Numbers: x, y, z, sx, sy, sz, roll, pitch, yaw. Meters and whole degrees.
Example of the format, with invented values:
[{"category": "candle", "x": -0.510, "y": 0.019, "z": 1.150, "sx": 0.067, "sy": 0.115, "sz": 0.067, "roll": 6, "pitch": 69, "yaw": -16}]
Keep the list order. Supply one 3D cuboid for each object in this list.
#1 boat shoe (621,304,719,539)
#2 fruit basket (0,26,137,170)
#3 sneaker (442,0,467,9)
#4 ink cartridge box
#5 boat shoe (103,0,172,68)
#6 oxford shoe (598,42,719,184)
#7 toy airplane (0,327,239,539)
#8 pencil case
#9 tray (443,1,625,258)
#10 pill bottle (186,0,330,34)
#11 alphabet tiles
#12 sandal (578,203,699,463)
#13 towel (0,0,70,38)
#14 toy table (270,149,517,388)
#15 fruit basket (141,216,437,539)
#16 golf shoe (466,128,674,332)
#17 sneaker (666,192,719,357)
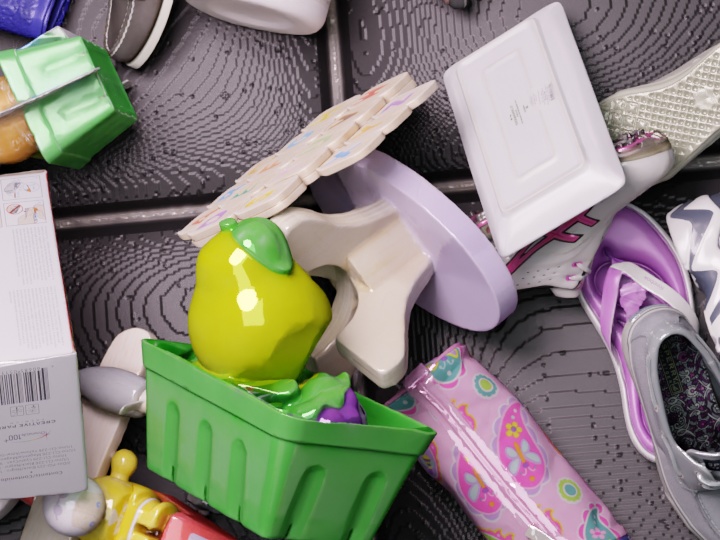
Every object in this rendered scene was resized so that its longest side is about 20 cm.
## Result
[{"category": "boat shoe", "x": 0.240, "y": 0.121, "z": 1.624, "sx": 0.070, "sy": 0.072, "sz": 0.201, "roll": -25, "pitch": 105, "yaw": -1}, {"category": "fruit basket", "x": -0.272, "y": -0.107, "z": 1.695, "sx": 0.199, "sy": 0.185, "sz": 0.094, "roll": -19, "pitch": 89, "yaw": 5}, {"category": "sneaker", "x": 0.119, "y": -0.275, "z": 1.734, "sx": 0.200, "sy": 0.077, "sz": 0.082, "roll": -42, "pitch": 106, "yaw": 2}, {"category": "ink cartridge box", "x": -0.245, "y": 0.060, "z": 1.625, "sx": 0.084, "sy": 0.176, "sz": 0.200, "roll": -7, "pitch": 42, "yaw": -9}, {"category": "boat shoe", "x": -0.165, "y": -0.247, "z": 1.720, "sx": 0.060, "sy": 0.072, "sz": 0.202, "roll": 5, "pitch": 118, "yaw": -27}, {"category": "oxford shoe", "x": 0.233, "y": -0.114, "z": 1.696, "sx": 0.200, "sy": 0.058, "sz": 0.075, "roll": -32, "pitch": 86, "yaw": 18}, {"category": "toy airplane", "x": -0.205, "y": 0.164, "z": 1.672, "sx": 0.199, "sy": 0.141, "sz": 0.200, "roll": -23, "pitch": 81, "yaw": 5}, {"category": "pencil case", "x": 0.105, "y": 0.149, "z": 1.662, "sx": 0.087, "sy": 0.087, "sz": 0.200, "roll": -40, "pitch": 79, "yaw": 1}, {"category": "tray", "x": 0.118, "y": -0.108, "z": 1.660, "sx": 0.107, "sy": 0.022, "sz": 0.200, "roll": -31, "pitch": 45, "yaw": 17}, {"category": "pill bottle", "x": -0.059, "y": -0.286, "z": 1.726, "sx": 0.112, "sy": 0.112, "sz": 0.201, "roll": 13, "pitch": 84, "yaw": 9}, {"category": "alphabet tiles", "x": -0.040, "y": -0.081, "z": 1.654, "sx": 0.195, "sy": 0.200, "sz": 0.015, "roll": -23, "pitch": 106, "yaw": 42}, {"category": "sandal", "x": 0.209, "y": 0.040, "z": 1.679, "sx": 0.082, "sy": 0.050, "sz": 0.203, "roll": -20, "pitch": 80, "yaw": 5}, {"category": "towel", "x": -0.307, "y": -0.267, "z": 1.793, "sx": 0.199, "sy": 0.050, "sz": 0.148, "roll": 17, "pitch": 78, "yaw": 10}, {"category": "toy table", "x": 0.000, "y": 0.000, "z": 1.646, "sx": 0.117, "sy": 0.184, "sz": 0.200, "roll": -38, "pitch": 40, "yaw": -22}, {"category": "fruit basket", "x": -0.056, "y": 0.066, "z": 1.568, "sx": 0.215, "sy": 0.155, "sz": 0.216, "roll": -16, "pitch": 70, "yaw": 50}, {"category": "golf shoe", "x": 0.150, "y": -0.031, "z": 1.675, "sx": 0.200, "sy": 0.073, "sz": 0.092, "roll": -31, "pitch": 91, "yaw": 26}, {"category": "sneaker", "x": 0.313, "y": 0.024, "z": 1.651, "sx": 0.129, "sy": 0.079, "sz": 0.200, "roll": -24, "pitch": 70, "yaw": 13}]
